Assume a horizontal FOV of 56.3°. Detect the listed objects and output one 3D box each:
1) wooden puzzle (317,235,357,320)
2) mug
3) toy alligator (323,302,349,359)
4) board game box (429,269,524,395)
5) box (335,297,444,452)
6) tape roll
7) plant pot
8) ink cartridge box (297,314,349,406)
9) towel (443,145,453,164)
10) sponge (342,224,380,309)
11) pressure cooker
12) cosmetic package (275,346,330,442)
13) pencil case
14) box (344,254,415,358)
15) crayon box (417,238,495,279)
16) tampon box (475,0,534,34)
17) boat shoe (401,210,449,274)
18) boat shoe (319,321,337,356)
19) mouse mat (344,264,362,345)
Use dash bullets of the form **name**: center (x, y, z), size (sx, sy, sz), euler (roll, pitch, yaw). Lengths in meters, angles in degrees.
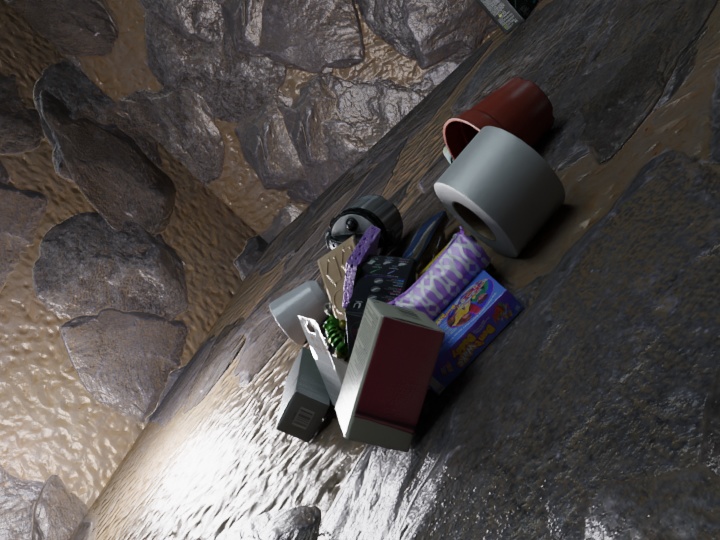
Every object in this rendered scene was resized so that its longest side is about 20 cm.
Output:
- **wooden puzzle**: center (-0.030, 0.027, 1.757), size (0.046, 0.188, 0.199), euler (-9, -15, -36)
- **mug**: center (-0.163, 0.103, 1.965), size (0.153, 0.150, 0.187), euler (-38, 21, 4)
- **toy alligator**: center (-0.059, 0.136, 1.539), size (0.060, 0.054, 0.201), euler (-55, 43, 20)
- **board game box**: center (0.171, 0.100, 1.139), size (0.200, 0.045, 0.135), euler (-47, 14, 7)
- **box**: center (0.043, 0.163, 1.073), size (0.128, 0.107, 0.203), euler (-132, 58, -76)
- **tape roll**: center (0.250, -0.141, 1.226), size (0.139, 0.203, 0.203), euler (-47, 14, -3)
- **plant pot**: center (0.327, -0.322, 1.541), size (0.195, 0.202, 0.200), euler (-42, 12, -13)
- **ink cartridge box**: center (-0.050, 0.176, 1.300), size (0.049, 0.203, 0.161), euler (-22, 7, -17)
- **towel**: center (0.332, -0.404, 2.013), size (0.200, 0.048, 0.171), euler (-45, 11, 14)
- **sponge**: center (0.000, 0.000, 1.490), size (0.112, 0.029, 0.201), euler (-59, -13, -30)
- **pressure cooker**: center (0.008, -0.101, 1.842), size (0.176, 0.178, 0.200), euler (-48, -3, 32)
- **cosmetic package**: center (-0.118, 0.264, 1.457), size (0.108, 0.089, 0.200), euler (-62, 12, 17)
- **pencil case**: center (0.146, 0.019, 1.217), size (0.200, 0.085, 0.084), euler (-48, 17, 5)
- **box**: center (0.045, 0.074, 1.367), size (0.104, 0.124, 0.201), euler (5, 36, 14)
- **crayon box**: center (0.184, 0.001, 1.355), size (0.126, 0.051, 0.200), euler (-47, 13, 6)
- **tampon box**: center (0.604, -1.117, 2.779), size (0.151, 0.200, 0.126), euler (-53, 15, -26)
- **boat shoe**: center (0.160, -0.058, 1.543), size (0.072, 0.072, 0.201), euler (-32, 17, 51)
- **boat shoe**: center (-0.065, 0.170, 1.638), size (0.074, 0.060, 0.200), euler (-45, 14, 2)
- **mouse mat**: center (-0.001, 0.089, 1.427), size (0.200, 0.007, 0.164), euler (57, -139, -71)
